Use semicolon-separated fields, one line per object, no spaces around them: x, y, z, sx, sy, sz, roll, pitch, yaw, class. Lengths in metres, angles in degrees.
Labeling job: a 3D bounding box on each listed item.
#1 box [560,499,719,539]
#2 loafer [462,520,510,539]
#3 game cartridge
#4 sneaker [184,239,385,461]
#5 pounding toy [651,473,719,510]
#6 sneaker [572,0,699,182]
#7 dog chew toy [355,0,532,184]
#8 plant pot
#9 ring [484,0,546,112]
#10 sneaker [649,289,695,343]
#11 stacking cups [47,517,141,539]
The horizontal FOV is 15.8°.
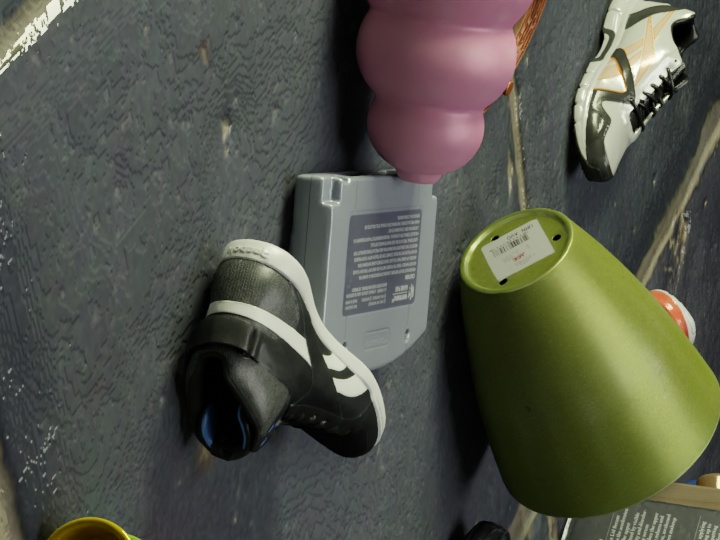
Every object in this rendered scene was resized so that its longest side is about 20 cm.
0.287;0.289;2.326;0.148;0.200;0.104;67;35;-50;box
0.089;0.287;1.990;0.068;0.070;0.201;67;36;-53;loafer
0.000;0.000;1.729;0.200;0.041;0.133;-7;99;-68;game cartridge
-0.054;0.082;1.574;0.200;0.073;0.112;59;44;-45;sneaker
0.364;0.248;2.537;0.200;0.184;0.142;27;70;-68;pounding toy
0.238;-0.161;2.244;0.074;0.080;0.200;69;35;-53;sneaker
0.051;-0.157;1.709;0.125;0.124;0.200;-21;122;-67;dog chew toy
0.155;0.056;1.990;0.200;0.187;0.187;59;39;-35;plant pot
0.103;-0.190;1.886;0.200;0.019;0.201;-51;157;-32;ring
0.270;0.109;2.446;0.082;0.077;0.200;-37;134;-27;sneaker
-0.114;0.189;1.448;0.200;0.060;0.061;44;55;-64;stacking cups
